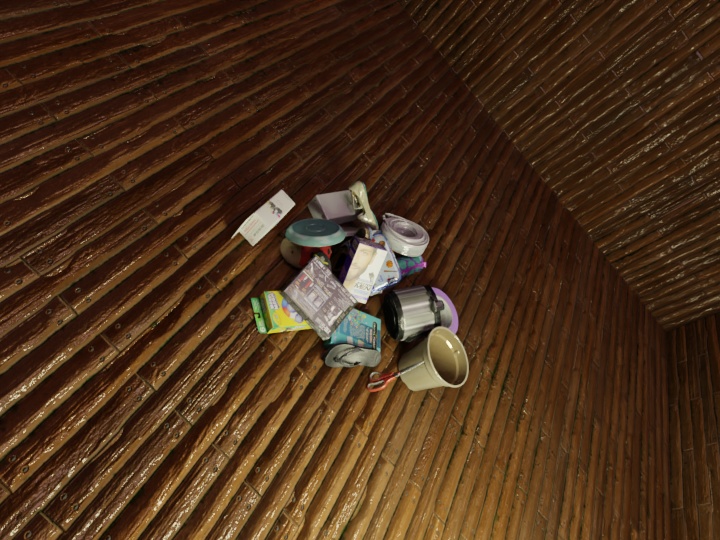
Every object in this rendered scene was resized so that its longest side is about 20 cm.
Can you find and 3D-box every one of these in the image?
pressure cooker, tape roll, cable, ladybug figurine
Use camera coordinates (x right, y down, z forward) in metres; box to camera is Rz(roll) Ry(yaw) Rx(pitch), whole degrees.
[{"bbox_3d":[0.191,0.141,1.804,0.195,0.182,0.177,-10,35,-17],"label":"pressure cooker"},{"bbox_3d":[0.283,0.171,1.993,0.197,0.065,0.204,23,51,-31],"label":"tape roll"},{"bbox_3d":[0.167,-0.131,2.018,0.195,0.070,0.202,15,34,-9],"label":"cable"},{"bbox_3d":[-0.171,-0.072,1.728,0.197,0.072,0.138,-3,66,-43],"label":"ladybug figurine"}]

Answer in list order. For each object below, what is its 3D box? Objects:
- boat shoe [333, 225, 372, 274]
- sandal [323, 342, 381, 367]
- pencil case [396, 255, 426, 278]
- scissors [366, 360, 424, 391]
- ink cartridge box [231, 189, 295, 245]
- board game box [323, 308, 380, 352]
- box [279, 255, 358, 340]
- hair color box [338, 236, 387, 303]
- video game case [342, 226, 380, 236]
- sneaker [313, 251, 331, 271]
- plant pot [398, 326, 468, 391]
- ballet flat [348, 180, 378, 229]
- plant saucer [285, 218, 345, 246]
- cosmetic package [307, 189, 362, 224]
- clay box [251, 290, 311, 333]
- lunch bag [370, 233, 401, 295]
[{"bbox_3d":[-0.028,-0.065,1.763,0.071,0.203,0.072,5,33,-41],"label":"boat shoe"},{"bbox_3d":[-0.020,0.268,1.624,0.196,0.078,0.043,3,16,-25],"label":"sandal"},{"bbox_3d":[0.162,-0.009,1.975,0.198,0.091,0.087,-25,120,-49],"label":"pencil case"},{"bbox_3d":[0.112,0.337,1.658,0.074,0.195,0.014,-88,158,-49],"label":"scissors"},{"bbox_3d":[-0.302,-0.156,1.630,0.068,0.115,0.201,45,44,-8],"label":"ink cartridge box"},{"bbox_3d":[-0.024,0.204,1.705,0.197,0.047,0.154,25,51,-29],"label":"board game box"},{"bbox_3d":[-0.124,0.083,1.587,0.200,0.050,0.158,47,62,-11],"label":"box"},{"bbox_3d":[0.000,0.000,1.734,0.107,0.204,0.065,14,20,-23],"label":"hair color box"},{"bbox_3d":[-0.044,-0.139,1.847,0.197,0.141,0.018,-8,103,-44],"label":"video game case"},{"bbox_3d":[-0.136,0.040,1.667,0.074,0.076,0.205,7,72,-27],"label":"sneaker"},{"bbox_3d":[0.232,0.316,1.762,0.198,0.182,0.205,23,52,-33],"label":"plant pot"},{"bbox_3d":[0.006,-0.222,1.896,0.069,0.068,0.204,-40,115,-48],"label":"ballet flat"},{"bbox_3d":[-0.146,-0.129,1.692,0.195,0.028,0.201,2,26,-1],"label":"plant saucer"},{"bbox_3d":[-0.090,-0.226,1.902,0.198,0.074,0.103,-17,77,-45],"label":"cosmetic package"},{"bbox_3d":[-0.226,0.121,1.574,0.197,0.047,0.117,-1,65,-43],"label":"clay box"},{"bbox_3d":[0.049,-0.015,1.842,0.157,0.076,0.204,-20,79,-4],"label":"lunch bag"}]
